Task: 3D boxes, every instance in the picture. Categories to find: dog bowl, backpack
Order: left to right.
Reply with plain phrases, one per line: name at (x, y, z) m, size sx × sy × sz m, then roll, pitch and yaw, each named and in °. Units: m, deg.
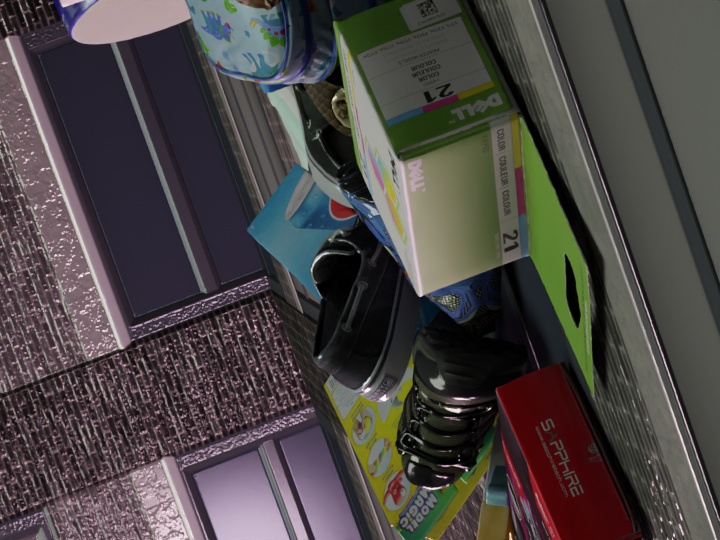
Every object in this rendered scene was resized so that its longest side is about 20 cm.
dog bowl at (-0.154, -0.257, 1.871) m, size 0.200 × 0.199 × 0.079 m, roll 112°, pitch 135°, yaw -81°
backpack at (-0.054, -0.214, 1.457) m, size 0.162 × 0.154 × 0.200 m, roll 14°, pitch 148°, yaw 42°

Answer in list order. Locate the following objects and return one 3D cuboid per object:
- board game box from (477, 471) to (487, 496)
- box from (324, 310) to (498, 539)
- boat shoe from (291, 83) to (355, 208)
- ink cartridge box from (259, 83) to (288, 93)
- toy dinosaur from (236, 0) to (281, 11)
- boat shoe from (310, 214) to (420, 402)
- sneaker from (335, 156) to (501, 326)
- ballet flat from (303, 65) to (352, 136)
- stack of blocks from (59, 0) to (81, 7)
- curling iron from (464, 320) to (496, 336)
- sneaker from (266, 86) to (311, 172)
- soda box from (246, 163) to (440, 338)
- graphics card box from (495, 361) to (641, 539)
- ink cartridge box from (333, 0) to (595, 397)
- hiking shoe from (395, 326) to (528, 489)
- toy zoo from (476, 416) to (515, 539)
board game box at (0.076, 0.093, 1.808) m, size 0.200 × 0.032 × 0.121 m, roll -118°, pitch 14°, yaw -53°
box at (0.046, 0.102, 1.706) m, size 0.048 × 0.118 × 0.200 m, roll 22°, pitch -157°, yaw -28°
boat shoe at (-0.018, -0.122, 1.744) m, size 0.201 × 0.068 × 0.057 m, roll -114°, pitch 7°, yaw -47°
ink cartridge box at (-0.069, -0.252, 1.672) m, size 0.201 × 0.084 × 0.145 m, roll 78°, pitch 169°, yaw -50°
toy dinosaur at (-0.025, -0.225, 1.320) m, size 0.106 × 0.060 × 0.200 m, roll 43°, pitch 143°, yaw 2°
boat shoe at (0.000, 0.000, 1.591) m, size 0.072 × 0.067 × 0.201 m, roll -48°, pitch 24°, yaw 40°
sneaker at (0.039, -0.026, 1.534) m, size 0.200 × 0.075 × 0.079 m, roll -117°, pitch 5°, yaw -58°
ballet flat at (-0.017, -0.178, 1.572) m, size 0.046 × 0.067 × 0.201 m, roll -103°, pitch 2°, yaw -66°
stack of blocks at (-0.172, -0.280, 1.585) m, size 0.201 × 0.114 × 0.059 m, roll 83°, pitch 166°, yaw -53°
curling iron at (0.055, -0.006, 1.654) m, size 0.200 × 0.025 × 0.050 m, roll -122°, pitch 10°, yaw -62°
sneaker at (-0.048, -0.134, 1.898) m, size 0.119 × 0.073 × 0.201 m, roll 86°, pitch 161°, yaw -49°
soda box at (-0.010, -0.009, 1.757) m, size 0.064 × 0.068 × 0.200 m, roll 35°, pitch -177°, yaw -31°
graphics card box at (0.130, 0.163, 1.437) m, size 0.200 × 0.051 × 0.126 m, roll 77°, pitch 172°, yaw -56°
ink cartridge box at (0.059, -0.034, 1.301) m, size 0.148 × 0.075 × 0.201 m, roll 79°, pitch 170°, yaw -58°
hiking shoe at (0.063, 0.093, 1.531) m, size 0.200 × 0.075 × 0.101 m, roll 74°, pitch -154°, yaw -85°
toy zoo at (0.097, 0.185, 1.586) m, size 0.200 × 0.020 × 0.132 m, roll 73°, pitch -155°, yaw -63°
